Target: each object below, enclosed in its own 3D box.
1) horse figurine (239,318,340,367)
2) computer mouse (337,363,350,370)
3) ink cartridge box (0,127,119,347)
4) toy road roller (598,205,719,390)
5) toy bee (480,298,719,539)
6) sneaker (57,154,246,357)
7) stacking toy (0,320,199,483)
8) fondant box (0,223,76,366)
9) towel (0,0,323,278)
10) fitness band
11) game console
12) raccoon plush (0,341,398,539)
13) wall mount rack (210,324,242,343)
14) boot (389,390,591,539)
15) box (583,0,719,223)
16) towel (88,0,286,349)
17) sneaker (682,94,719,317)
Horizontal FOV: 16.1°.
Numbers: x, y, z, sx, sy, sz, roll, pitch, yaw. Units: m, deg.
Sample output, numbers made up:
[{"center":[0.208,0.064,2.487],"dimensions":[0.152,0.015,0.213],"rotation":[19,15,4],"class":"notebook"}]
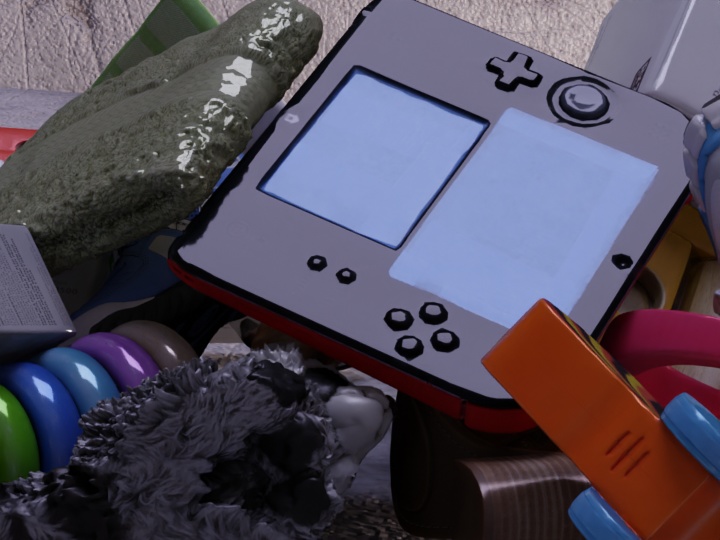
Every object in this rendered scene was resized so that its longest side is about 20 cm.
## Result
[{"center":[0.000,0.000,1.167],"dimensions":[0.050,0.200,0.133],"rotation":[38,13,-12],"class":"horse figurine"},{"center":[0.034,0.049,1.464],"dimensions":[0.200,0.034,0.059],"rotation":[-6,29,-26],"class":"computer mouse"},{"center":[-0.170,-0.020,1.257],"dimensions":[0.109,0.050,0.200],"rotation":[4,44,7],"class":"ink cartridge box"},{"center":[0.102,0.037,1.240],"dimensions":[0.200,0.123,0.146],"rotation":[26,-34,-3],"class":"toy road roller"},{"center":[0.125,0.101,0.951],"dimensions":[0.131,0.200,0.109],"rotation":[-28,-34,19],"class":"toy bee"},{"center":[-0.093,-0.001,1.211],"dimensions":[0.077,0.076,0.200],"rotation":[41,32,6],"class":"sneaker"},{"center":[-0.159,0.074,1.041],"dimensions":[0.200,0.085,0.085],"rotation":[-8,14,-40],"class":"stacking toy"},{"center":[-0.224,0.035,1.024],"dimensions":[0.144,0.058,0.200],"rotation":[-29,-11,16],"class":"fondant box"},{"center":[-0.114,-0.051,1.155],"dimensions":[0.200,0.036,0.148],"rotation":[-19,28,42],"class":"towel"},{"center":[0.194,0.071,1.093],"dimensions":[0.200,0.037,0.144],"rotation":[25,-14,-12],"class":"fitness band"},{"center":[0.039,-0.030,1.091],"dimensions":[0.177,0.031,0.200],"rotation":[27,51,12],"class":"game console"},{"center":[-0.085,0.071,1.021],"dimensions":[0.200,0.097,0.134],"rotation":[3,7,-3],"class":"raccoon plush"},{"center":[-0.060,-0.017,1.464],"dimensions":[0.200,0.075,0.174],"rotation":[2,-31,-14],"class":"wall mount rack"},{"center":[0.099,0.087,1.094],"dimensions":[0.155,0.074,0.200],"rotation":[2,19,-15],"class":"boot"},{"center":[0.190,-0.083,1.314],"dimensions":[0.131,0.199,0.200],"rotation":[29,-33,-5],"class":"box"},{"center":[-0.060,-0.044,1.349],"dimensions":[0.031,0.200,0.149],"rotation":[-37,-3,-41],"class":"towel"},{"center":[0.187,0.018,1.092],"dimensions":[0.075,0.200,0.087],"rotation":[-20,43,11],"class":"sneaker"}]
